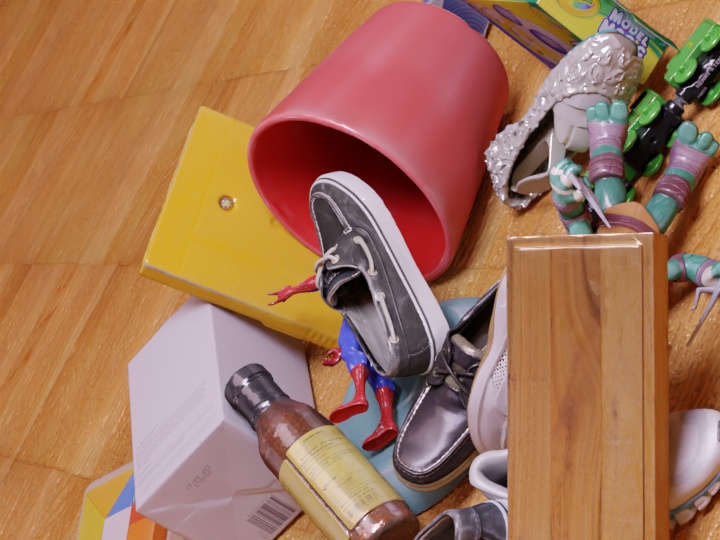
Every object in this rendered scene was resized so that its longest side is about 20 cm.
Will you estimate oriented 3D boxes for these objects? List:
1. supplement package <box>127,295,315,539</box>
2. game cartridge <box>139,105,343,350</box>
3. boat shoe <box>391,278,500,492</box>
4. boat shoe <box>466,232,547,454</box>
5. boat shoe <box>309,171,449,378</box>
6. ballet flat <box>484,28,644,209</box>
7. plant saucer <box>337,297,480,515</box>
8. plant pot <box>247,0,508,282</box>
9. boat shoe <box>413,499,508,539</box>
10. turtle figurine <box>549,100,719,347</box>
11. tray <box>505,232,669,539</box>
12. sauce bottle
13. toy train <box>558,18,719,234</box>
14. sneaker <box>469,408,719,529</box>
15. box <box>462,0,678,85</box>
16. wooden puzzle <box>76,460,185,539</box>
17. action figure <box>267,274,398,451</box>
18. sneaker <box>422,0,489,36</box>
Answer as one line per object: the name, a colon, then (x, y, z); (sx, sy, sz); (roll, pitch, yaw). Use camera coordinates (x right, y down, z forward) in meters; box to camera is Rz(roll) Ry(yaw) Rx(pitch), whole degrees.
supplement package: (-0.117, 0.129, 1.531); (0.121, 0.119, 0.201); (-45, 30, 21)
game cartridge: (-0.078, -0.035, 1.571); (0.032, 0.198, 0.178); (128, 162, -56)
boat shoe: (0.084, 0.069, 1.307); (0.073, 0.065, 0.201); (27, 74, 30)
boat shoe: (0.123, 0.069, 1.220); (0.069, 0.201, 0.071); (31, 50, 25)
boat shoe: (0.000, 0.000, 1.386); (0.201, 0.063, 0.071); (57, 144, 33)
ballet flat: (0.161, -0.108, 1.392); (0.200, 0.071, 0.072); (130, 159, -54)
plant saucer: (0.042, 0.100, 1.407); (0.199, 0.036, 0.201); (-37, 34, 30)
plant pot: (0.029, -0.119, 1.514); (0.200, 0.201, 0.178); (-12, 38, 51)
boat shoe: (0.039, 0.218, 1.209); (0.201, 0.070, 0.072); (-58, 34, 34)
turtle figurine: (0.187, -0.028, 1.235); (0.101, 0.149, 0.201); (-51, 15, 46)
tray: (0.142, 0.079, 1.117); (0.098, 0.037, 0.202); (-1, 86, 25)
sauce bottle: (-0.035, 0.146, 1.368); (0.066, 0.066, 0.200); (-49, 56, 10)
toy train: (0.219, -0.108, 1.354); (0.200, 0.042, 0.056); (-51, 19, 9)
sneaker: (0.151, 0.128, 1.160); (0.199, 0.086, 0.075); (-26, 38, 40)
box: (0.166, -0.201, 1.424); (0.049, 0.117, 0.200); (-57, 19, -3)
wooden puzzle: (-0.219, 0.247, 1.650); (0.184, 0.037, 0.201); (-30, 37, 39)
action figure: (-0.021, 0.062, 1.436); (0.098, 0.065, 0.201); (-27, 38, 25)
sneaker: (0.026, -0.181, 1.681); (0.200, 0.080, 0.115); (-58, 31, -1)
